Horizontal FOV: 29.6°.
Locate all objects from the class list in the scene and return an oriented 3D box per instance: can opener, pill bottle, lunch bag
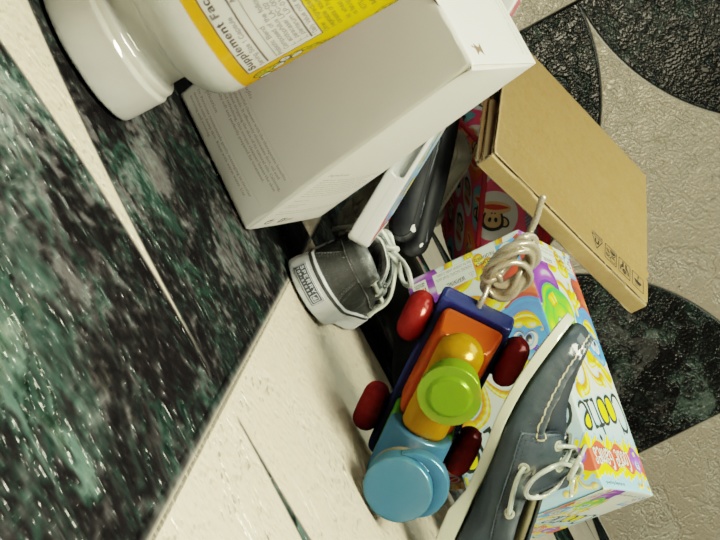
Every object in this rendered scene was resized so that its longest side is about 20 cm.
[{"bbox_3d":[0.054,-0.105,1.088,0.063,0.078,0.200,34,58,-55],"label":"can opener"},{"bbox_3d":[-0.054,-0.159,0.686,0.113,0.200,0.113,60,7,-13],"label":"pill bottle"},{"bbox_3d":[0.119,-0.057,1.252,0.200,0.082,0.177,-104,-163,-64],"label":"lunch bag"}]

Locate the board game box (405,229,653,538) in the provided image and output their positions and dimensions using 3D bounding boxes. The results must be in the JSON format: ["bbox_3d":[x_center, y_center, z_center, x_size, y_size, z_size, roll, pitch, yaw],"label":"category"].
[{"bbox_3d":[0.126,0.088,1.023,0.105,0.103,0.200,19,50,-57],"label":"board game box"}]

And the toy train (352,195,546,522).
[{"bbox_3d":[0.060,0.052,0.828,0.085,0.200,0.116,26,19,1],"label":"toy train"}]

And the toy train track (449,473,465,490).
[{"bbox_3d":[0.080,0.179,1.063,0.200,0.032,0.115,-76,168,-70],"label":"toy train track"}]

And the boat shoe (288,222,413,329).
[{"bbox_3d":[-0.001,-0.003,1.024,0.074,0.068,0.199,63,7,8],"label":"boat shoe"}]

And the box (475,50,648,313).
[{"bbox_3d":[0.171,-0.083,1.118,0.200,0.021,0.164,41,39,-26],"label":"box"}]

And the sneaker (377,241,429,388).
[{"bbox_3d":[0.067,0.076,1.198,0.121,0.084,0.200,44,21,-51],"label":"sneaker"}]

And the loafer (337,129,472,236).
[{"bbox_3d":[0.047,-0.069,1.207,0.200,0.070,0.070,-39,-124,55],"label":"loafer"}]

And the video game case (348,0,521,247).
[{"bbox_3d":[0.056,-0.112,0.955,0.017,0.200,0.143,32,11,1],"label":"video game case"}]

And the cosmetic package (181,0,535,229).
[{"bbox_3d":[-0.006,-0.119,0.852,0.085,0.200,0.108,-13,75,-55],"label":"cosmetic package"}]

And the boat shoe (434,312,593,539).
[{"bbox_3d":[0.104,0.123,0.845,0.062,0.200,0.075,29,17,19],"label":"boat shoe"}]
